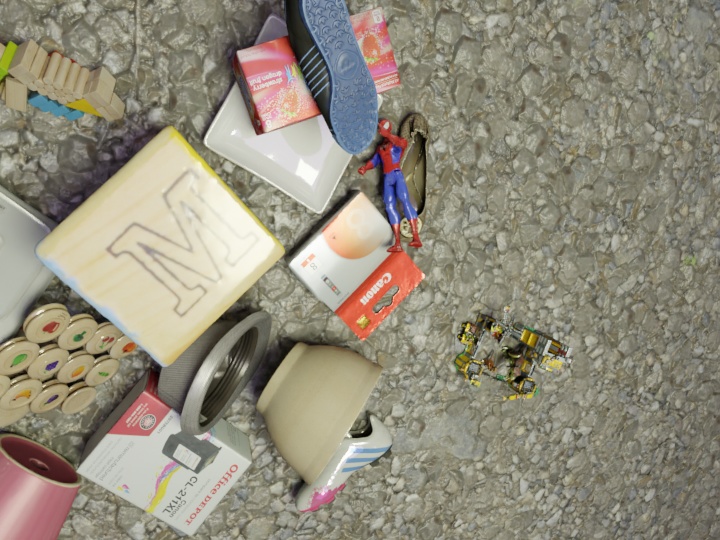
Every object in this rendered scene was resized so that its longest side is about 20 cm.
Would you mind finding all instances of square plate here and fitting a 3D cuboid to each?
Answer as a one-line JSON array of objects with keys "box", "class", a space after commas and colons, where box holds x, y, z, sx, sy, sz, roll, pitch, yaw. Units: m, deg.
[{"box": [-0.452, -0.028, 0.585, 0.200, 0.028, 0.200, 45, 42, -33], "class": "square plate"}, {"box": [-0.093, -0.219, 0.744, 0.196, 0.028, 0.202, 29, 92, -23], "class": "square plate"}]

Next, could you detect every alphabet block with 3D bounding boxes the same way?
[{"box": [-0.241, -0.041, 0.654, 0.200, 0.195, 0.197, -43, 113, -4], "class": "alphabet block"}]

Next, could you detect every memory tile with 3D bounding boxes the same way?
[{"box": [-0.381, 0.122, 0.658, 0.017, 0.200, 0.154, 41, 84, 19], "class": "memory tile"}]

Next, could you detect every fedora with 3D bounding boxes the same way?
[{"box": [-0.215, 0.130, 0.728, 0.089, 0.201, 0.179, 24, 131, 8], "class": "fedora"}]

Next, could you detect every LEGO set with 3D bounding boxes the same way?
[{"box": [0.278, 0.161, 0.914, 0.198, 0.116, 0.156, 28, 92, -22], "class": "LEGO set"}]

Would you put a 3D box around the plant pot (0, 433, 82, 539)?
[{"box": [-0.475, 0.326, 0.666, 0.199, 0.199, 0.180, 40, 71, -22], "class": "plant pot"}]

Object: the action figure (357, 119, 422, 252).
[{"box": [0.037, -0.134, 0.762, 0.098, 0.064, 0.204, 5, 75, -53], "class": "action figure"}]

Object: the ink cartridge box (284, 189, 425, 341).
[{"box": [0.000, 0.000, 0.821, 0.162, 0.050, 0.200, -44, 108, -5], "class": "ink cartridge box"}]

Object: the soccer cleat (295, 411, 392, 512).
[{"box": [-0.038, 0.320, 0.875, 0.198, 0.070, 0.087, -33, 100, -15], "class": "soccer cleat"}]

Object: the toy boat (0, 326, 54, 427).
[{"box": [-0.497, 0.107, 0.639, 0.132, 0.129, 0.200, -59, 153, -12], "class": "toy boat"}]

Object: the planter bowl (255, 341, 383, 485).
[{"box": [-0.072, 0.194, 0.778, 0.134, 0.200, 0.202, 34, 90, 5], "class": "planter bowl"}]

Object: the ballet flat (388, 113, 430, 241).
[{"box": [0.083, -0.145, 0.818, 0.066, 0.046, 0.204, 2, 101, -19], "class": "ballet flat"}]

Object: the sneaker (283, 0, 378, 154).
[{"box": [-0.035, -0.238, 0.604, 0.069, 0.078, 0.202, -28, 130, -14], "class": "sneaker"}]

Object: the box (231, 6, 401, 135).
[{"box": [-0.058, -0.258, 0.674, 0.197, 0.095, 0.101, -23, 108, -13], "class": "box"}]

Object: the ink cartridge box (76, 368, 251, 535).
[{"box": [-0.283, 0.271, 0.766, 0.200, 0.083, 0.146, 42, 86, -21], "class": "ink cartridge box"}]

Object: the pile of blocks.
[{"box": [-0.397, -0.242, 0.635, 0.197, 0.082, 0.063, 17, 53, -30], "class": "pile of blocks"}]
